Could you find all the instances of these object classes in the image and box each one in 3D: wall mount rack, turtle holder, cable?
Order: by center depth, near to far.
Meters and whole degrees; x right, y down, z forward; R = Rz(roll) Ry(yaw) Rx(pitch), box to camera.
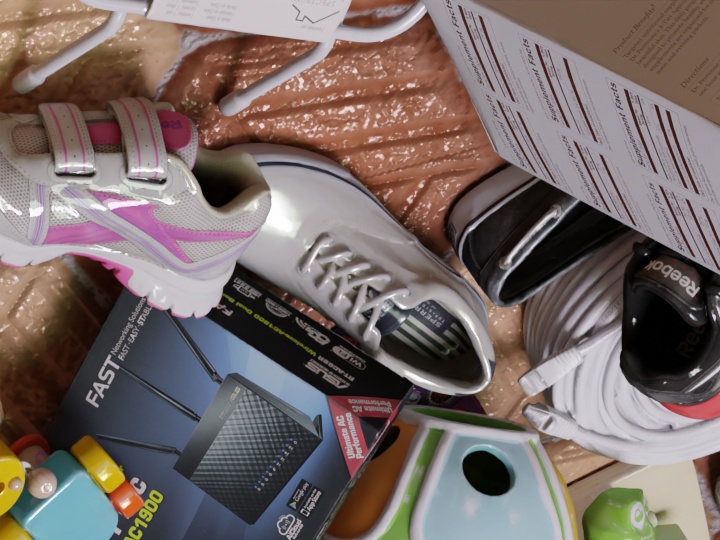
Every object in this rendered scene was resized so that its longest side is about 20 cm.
[{"bbox_3d":[-0.069,-0.132,1.301,0.200,0.075,0.174,5,123,-33],"label":"wall mount rack"},{"bbox_3d":[0.068,0.149,1.545,0.185,0.141,0.132,10,92,6],"label":"turtle holder"},{"bbox_3d":[0.191,0.027,1.602,0.200,0.069,0.200,-44,138,13],"label":"cable"}]

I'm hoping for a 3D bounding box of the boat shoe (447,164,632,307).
[{"bbox_3d":[0.142,-0.051,1.498,0.199,0.068,0.074,-31,139,-1],"label":"boat shoe"}]

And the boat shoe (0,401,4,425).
[{"bbox_3d":[-0.204,0.008,1.361,0.076,0.072,0.200,-38,142,-16],"label":"boat shoe"}]

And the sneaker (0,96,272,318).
[{"bbox_3d":[-0.124,-0.049,1.329,0.200,0.081,0.088,17,127,-41],"label":"sneaker"}]

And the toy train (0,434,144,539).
[{"bbox_3d":[-0.203,0.137,1.383,0.200,0.056,0.150,-2,126,-47],"label":"toy train"}]

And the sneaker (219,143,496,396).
[{"bbox_3d":[0.000,0.000,1.449,0.200,0.071,0.073,29,107,-33],"label":"sneaker"}]

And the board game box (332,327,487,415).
[{"bbox_3d":[-0.034,0.103,1.576,0.200,0.032,0.120,-34,142,3],"label":"board game box"}]

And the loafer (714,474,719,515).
[{"bbox_3d":[0.267,0.126,1.706,0.070,0.070,0.200,-30,168,-17],"label":"loafer"}]

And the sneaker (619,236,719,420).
[{"bbox_3d":[0.191,-0.014,1.462,0.098,0.071,0.201,3,113,-57],"label":"sneaker"}]

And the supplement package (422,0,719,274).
[{"bbox_3d":[0.171,-0.123,1.308,0.191,0.200,0.147,-47,141,-15],"label":"supplement package"}]

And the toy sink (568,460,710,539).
[{"bbox_3d":[0.142,0.217,1.722,0.200,0.112,0.130,-25,138,-7],"label":"toy sink"}]

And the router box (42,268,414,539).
[{"bbox_3d":[-0.085,0.101,1.454,0.200,0.150,0.062,-60,174,27],"label":"router box"}]
